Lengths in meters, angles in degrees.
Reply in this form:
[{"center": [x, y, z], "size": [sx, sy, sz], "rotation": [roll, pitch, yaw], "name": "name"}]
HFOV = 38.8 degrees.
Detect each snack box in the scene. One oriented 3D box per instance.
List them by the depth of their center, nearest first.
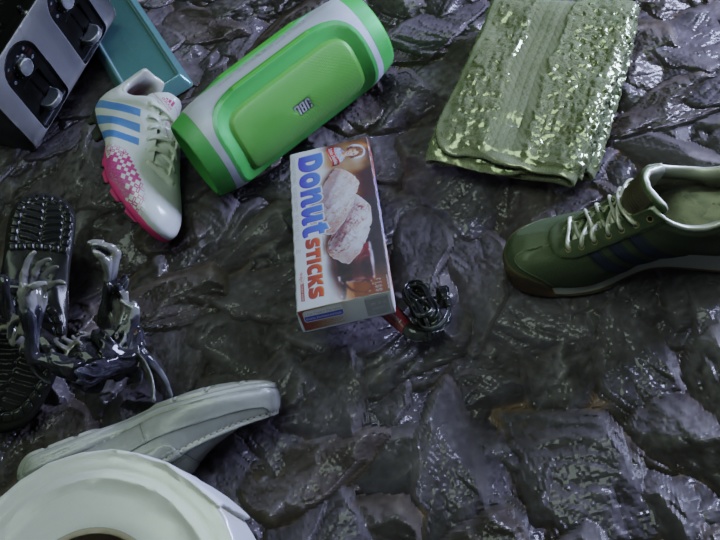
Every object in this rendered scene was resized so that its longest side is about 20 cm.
[{"center": [-0.018, -0.034, 0.806], "size": [0.070, 0.025, 0.202], "rotation": [-13, 40, 5], "name": "snack box"}]

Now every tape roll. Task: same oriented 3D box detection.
[{"center": [-0.154, 0.217, 0.634], "size": [0.198, 0.071, 0.207], "rotation": [-4, 68, 10], "name": "tape roll"}]

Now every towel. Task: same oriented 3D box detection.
[{"center": [0.148, -0.157, 0.855], "size": [0.146, 0.037, 0.202], "rotation": [11, 60, 26], "name": "towel"}]

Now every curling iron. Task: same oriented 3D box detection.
[{"center": [0.000, 0.000, 0.804], "size": [0.049, 0.026, 0.199], "rotation": [-28, 42, -29], "name": "curling iron"}]

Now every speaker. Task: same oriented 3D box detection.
[{"center": [-0.067, -0.156, 0.902], "size": [0.199, 0.089, 0.088], "rotation": [-39, 51, -10], "name": "speaker"}]

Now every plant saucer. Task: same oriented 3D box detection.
[{"center": [-0.240, -0.232, 1.068], "size": [0.069, 0.019, 0.201], "rotation": [-32, 50, -5], "name": "plant saucer"}]

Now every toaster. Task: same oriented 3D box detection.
[{"center": [-0.372, -0.233, 1.041], "size": [0.197, 0.119, 0.183], "rotation": [13, 66, 28], "name": "toaster"}]

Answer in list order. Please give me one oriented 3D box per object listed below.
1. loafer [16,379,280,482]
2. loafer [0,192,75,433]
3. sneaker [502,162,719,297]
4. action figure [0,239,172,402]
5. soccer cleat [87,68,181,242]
[{"center": [-0.147, 0.134, 0.739], "size": [0.197, 0.070, 0.071], "rotation": [-21, 84, -1], "name": "loafer"}, {"center": [-0.274, 0.039, 0.856], "size": [0.071, 0.071, 0.204], "rotation": [12, 67, -9], "name": "loafer"}, {"center": [0.192, -0.039, 0.715], "size": [0.196, 0.090, 0.068], "rotation": [-6, 53, 17], "name": "sneaker"}, {"center": [-0.225, 0.029, 0.761], "size": [0.196, 0.119, 0.104], "rotation": [19, 99, 10], "name": "action figure"}, {"center": [-0.190, -0.112, 0.919], "size": [0.086, 0.070, 0.201], "rotation": [-40, 48, 10], "name": "soccer cleat"}]
